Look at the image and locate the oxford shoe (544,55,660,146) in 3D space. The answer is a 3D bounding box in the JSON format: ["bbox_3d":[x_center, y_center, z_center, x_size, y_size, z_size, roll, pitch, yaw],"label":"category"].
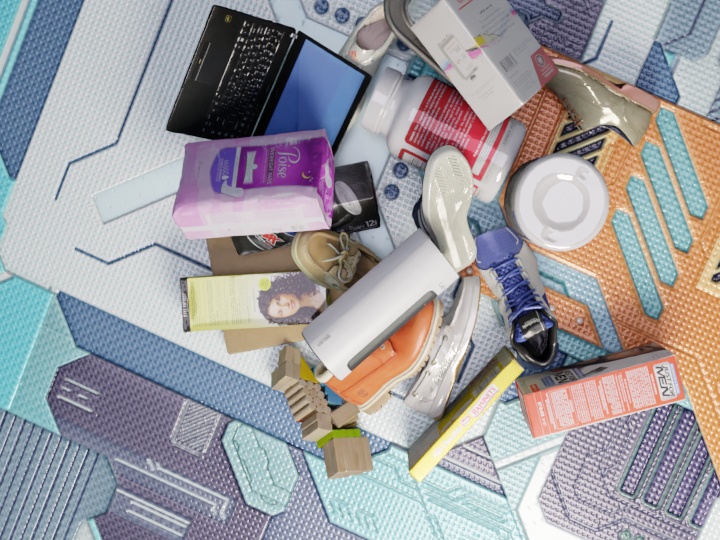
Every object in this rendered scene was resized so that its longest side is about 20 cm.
[{"bbox_3d":[0.288,-0.224,1.287,0.197,0.071,0.075,22,97,2],"label":"oxford shoe"}]

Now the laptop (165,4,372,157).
[{"bbox_3d":[-0.119,-0.216,1.266,0.104,0.198,0.179,51,123,41],"label":"laptop"}]

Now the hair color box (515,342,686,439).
[{"bbox_3d":[0.308,0.154,1.289,0.196,0.111,0.065,-14,93,4],"label":"hair color box"}]

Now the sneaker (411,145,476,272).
[{"bbox_3d":[0.097,-0.086,1.259,0.074,0.202,0.085,-26,48,-16],"label":"sneaker"}]

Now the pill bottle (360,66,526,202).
[{"bbox_3d":[0.105,-0.181,1.279,0.198,0.112,0.114,27,95,1],"label":"pill bottle"}]

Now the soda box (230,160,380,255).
[{"bbox_3d":[-0.076,-0.082,1.302,0.196,0.064,0.072,-12,52,4],"label":"soda box"}]

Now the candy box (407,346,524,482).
[{"bbox_3d":[0.136,0.188,1.305,0.026,0.102,0.200,42,95,0],"label":"candy box"}]

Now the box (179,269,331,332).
[{"bbox_3d":[-0.139,0.039,1.316,0.196,0.050,0.077,-5,92,4],"label":"box"}]

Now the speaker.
[{"bbox_3d":[0.025,0.040,1.220,0.199,0.081,0.081,-41,91,1],"label":"speaker"}]

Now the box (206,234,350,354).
[{"bbox_3d":[-0.101,0.016,1.349,0.196,0.021,0.167,-11,92,5],"label":"box"}]

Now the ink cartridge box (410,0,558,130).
[{"bbox_3d":[0.143,-0.289,1.222,0.201,0.116,0.067,52,136,-4],"label":"ink cartridge box"}]

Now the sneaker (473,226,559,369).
[{"bbox_3d":[0.214,0.039,1.285,0.079,0.115,0.202,-23,92,4],"label":"sneaker"}]

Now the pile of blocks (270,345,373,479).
[{"bbox_3d":[-0.056,0.196,1.348,0.062,0.081,0.202,-38,79,47],"label":"pile of blocks"}]

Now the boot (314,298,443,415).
[{"bbox_3d":[0.024,0.098,1.281,0.106,0.076,0.201,30,118,-19],"label":"boot"}]

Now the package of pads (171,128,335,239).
[{"bbox_3d":[-0.133,-0.107,1.245,0.196,0.076,0.122,-4,57,10],"label":"package of pads"}]

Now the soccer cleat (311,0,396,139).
[{"bbox_3d":[-0.009,-0.266,1.298,0.069,0.078,0.202,30,95,1],"label":"soccer cleat"}]

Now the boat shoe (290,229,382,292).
[{"bbox_3d":[0.000,0.000,1.279,0.198,0.062,0.074,27,74,-30],"label":"boat shoe"}]

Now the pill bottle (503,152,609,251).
[{"bbox_3d":[0.238,-0.086,1.233,0.111,0.200,0.116,0,95,3],"label":"pill bottle"}]

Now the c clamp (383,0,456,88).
[{"bbox_3d":[0.110,-0.334,1.281,0.200,0.027,0.172,44,56,-10],"label":"c clamp"}]

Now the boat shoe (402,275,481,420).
[{"bbox_3d":[0.107,0.097,1.317,0.068,0.071,0.203,18,96,2],"label":"boat shoe"}]
